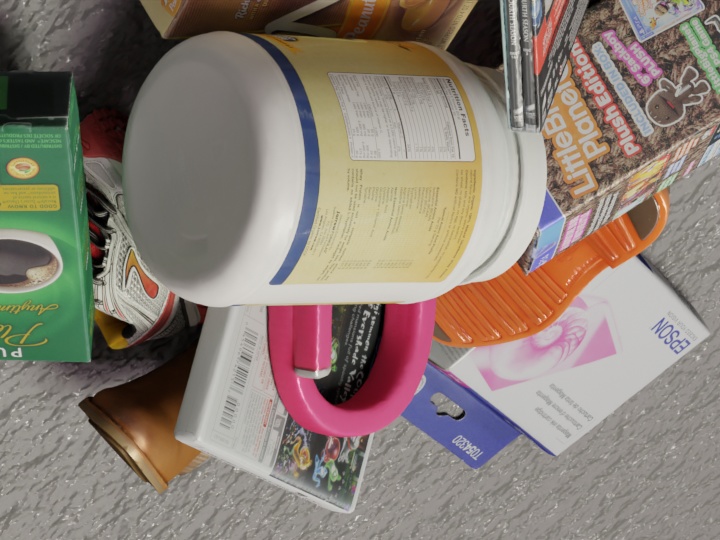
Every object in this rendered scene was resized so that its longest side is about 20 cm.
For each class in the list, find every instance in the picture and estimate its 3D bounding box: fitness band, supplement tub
[{"bbox_3d":[0.000,0.000,1.714,0.143,0.037,0.201,-11,107,-56],"label":"fitness band"},{"bbox_3d":[-0.012,-0.053,1.557,0.199,0.145,0.145,0,134,-39],"label":"supplement tub"}]

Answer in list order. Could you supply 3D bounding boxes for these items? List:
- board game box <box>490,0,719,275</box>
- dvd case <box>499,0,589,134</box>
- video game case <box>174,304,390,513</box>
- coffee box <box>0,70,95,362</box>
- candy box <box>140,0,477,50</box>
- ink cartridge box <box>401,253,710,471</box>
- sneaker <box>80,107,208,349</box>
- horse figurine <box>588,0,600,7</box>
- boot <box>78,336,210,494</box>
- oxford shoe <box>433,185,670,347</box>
[{"bbox_3d":[0.159,-0.100,1.718,0.200,0.097,0.159,-32,172,-4],"label":"board game box"},{"bbox_3d":[0.098,-0.195,1.538,0.022,0.146,0.201,7,130,14],"label":"dvd case"},{"bbox_3d":[-0.031,0.028,1.725,0.182,0.023,0.201,31,70,-55],"label":"video game case"},{"bbox_3d":[-0.208,-0.026,1.556,0.122,0.044,0.200,0,141,0],"label":"coffee box"},{"bbox_3d":[-0.014,-0.178,1.559,0.199,0.055,0.116,-1,136,-41],"label":"candy box"},{"bbox_3d":[0.125,0.061,1.994,0.200,0.043,0.196,-41,147,8],"label":"ink cartridge box"},{"bbox_3d":[-0.135,-0.014,1.644,0.082,0.078,0.200,-28,146,-7],"label":"sneaker"},{"bbox_3d":[0.158,-0.222,1.659,0.132,0.050,0.200,-2,134,-32],"label":"horse figurine"},{"bbox_3d":[-0.081,0.060,1.751,0.155,0.077,0.200,-43,164,6],"label":"boot"},{"bbox_3d":[0.121,-0.015,1.869,0.200,0.073,0.071,-30,108,27],"label":"oxford shoe"}]
